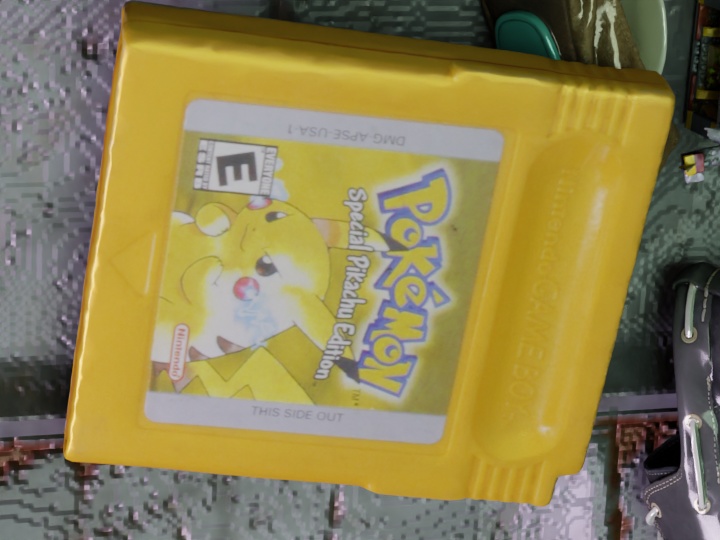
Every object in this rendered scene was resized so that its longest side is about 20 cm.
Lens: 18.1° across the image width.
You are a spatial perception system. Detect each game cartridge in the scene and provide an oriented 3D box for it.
[{"bbox_3d":[0.000,0.000,0.826,0.199,0.032,0.177,7,116,-9],"label":"game cartridge"}]

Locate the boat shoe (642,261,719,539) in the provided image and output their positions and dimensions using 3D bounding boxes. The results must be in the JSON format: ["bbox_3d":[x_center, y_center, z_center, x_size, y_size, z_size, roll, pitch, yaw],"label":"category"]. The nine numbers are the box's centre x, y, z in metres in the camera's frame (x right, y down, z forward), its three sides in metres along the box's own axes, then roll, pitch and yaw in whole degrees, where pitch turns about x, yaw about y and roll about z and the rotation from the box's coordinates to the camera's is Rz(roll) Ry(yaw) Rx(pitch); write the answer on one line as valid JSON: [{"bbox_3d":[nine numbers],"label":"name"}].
[{"bbox_3d":[0.149,0.092,0.928,0.067,0.072,0.201,10,114,17],"label":"boat shoe"}]

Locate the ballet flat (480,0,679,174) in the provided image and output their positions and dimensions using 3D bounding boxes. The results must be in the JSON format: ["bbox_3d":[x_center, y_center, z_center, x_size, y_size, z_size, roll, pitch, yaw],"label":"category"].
[{"bbox_3d":[0.075,-0.114,0.838,0.072,0.068,0.201,-35,115,-27],"label":"ballet flat"}]

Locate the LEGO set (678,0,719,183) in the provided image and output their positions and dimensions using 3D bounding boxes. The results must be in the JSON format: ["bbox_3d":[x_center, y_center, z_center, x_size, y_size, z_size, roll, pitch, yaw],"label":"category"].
[{"bbox_3d":[0.199,-0.111,0.843,0.153,0.116,0.201,6,104,-20],"label":"LEGO set"}]
